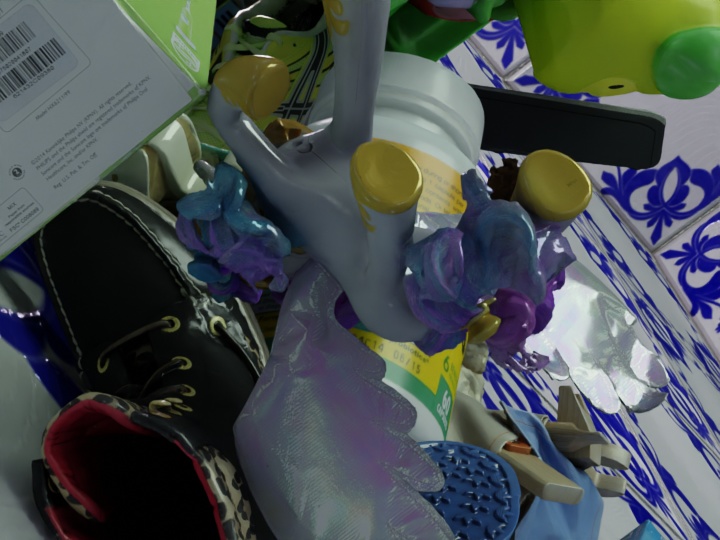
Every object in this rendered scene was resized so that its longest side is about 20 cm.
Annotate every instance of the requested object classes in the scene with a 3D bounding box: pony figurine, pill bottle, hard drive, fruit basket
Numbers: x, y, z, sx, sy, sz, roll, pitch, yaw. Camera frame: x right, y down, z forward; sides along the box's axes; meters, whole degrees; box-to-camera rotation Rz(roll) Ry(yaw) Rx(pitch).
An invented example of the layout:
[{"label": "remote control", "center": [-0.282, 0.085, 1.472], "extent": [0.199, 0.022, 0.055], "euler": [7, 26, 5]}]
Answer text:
[{"label": "pony figurine", "center": [0.012, 0.000, 0.756], "extent": [0.193, 0.166, 0.200], "euler": [49, -24, 10]}, {"label": "pill bottle", "center": [0.000, 0.000, 0.996], "extent": [0.113, 0.113, 0.200], "euler": [45, 45, -37]}, {"label": "hard drive", "center": [0.059, -0.083, 1.183], "extent": [0.139, 0.033, 0.200], "euler": [6, 3, -21]}, {"label": "fruit basket", "center": [0.080, -0.142, 1.068], "extent": [0.216, 0.155, 0.216], "euler": [53, 6, -8]}]

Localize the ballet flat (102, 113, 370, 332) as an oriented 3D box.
[{"label": "ballet flat", "center": [-0.062, -0.033, 0.914], "extent": [0.070, 0.200, 0.067], "euler": [86, 29, -44]}]

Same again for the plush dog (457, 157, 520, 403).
[{"label": "plush dog", "center": [-0.003, -0.013, 1.222], "extent": [0.172, 0.161, 0.200], "euler": [15, 34, -35]}]

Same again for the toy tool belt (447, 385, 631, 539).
[{"label": "toy tool belt", "center": [0.086, 0.121, 1.124], "extent": [0.200, 0.123, 0.125], "euler": [27, 71, -61]}]

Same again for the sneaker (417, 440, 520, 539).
[{"label": "sneaker", "center": [0.020, 0.147, 0.850], "extent": [0.070, 0.078, 0.200], "euler": [12, 31, 7]}]

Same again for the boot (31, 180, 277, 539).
[{"label": "boot", "center": [-0.081, 0.053, 0.820], "extent": [0.200, 0.073, 0.151], "euler": [62, 11, 5]}]

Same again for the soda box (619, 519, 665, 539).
[{"label": "soda box", "center": [0.098, 0.163, 0.843], "extent": [0.064, 0.068, 0.200], "euler": [52, 14, 3]}]

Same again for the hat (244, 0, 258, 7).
[{"label": "hat", "center": [-0.079, -0.166, 1.231], "extent": [0.081, 0.201, 0.201], "euler": [38, 17, -36]}]

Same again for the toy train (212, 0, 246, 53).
[{"label": "toy train", "center": [-0.149, -0.165, 1.100], "extent": [0.200, 0.114, 0.087], "euler": [43, 14, -44]}]

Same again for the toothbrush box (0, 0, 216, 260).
[{"label": "toothbrush box", "center": [-0.135, -0.079, 0.809], "extent": [0.086, 0.146, 0.200], "euler": [49, 12, -16]}]

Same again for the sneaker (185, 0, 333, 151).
[{"label": "sneaker", "center": [-0.063, -0.086, 1.087], "extent": [0.075, 0.200, 0.076], "euler": [15, -37, 23]}]
